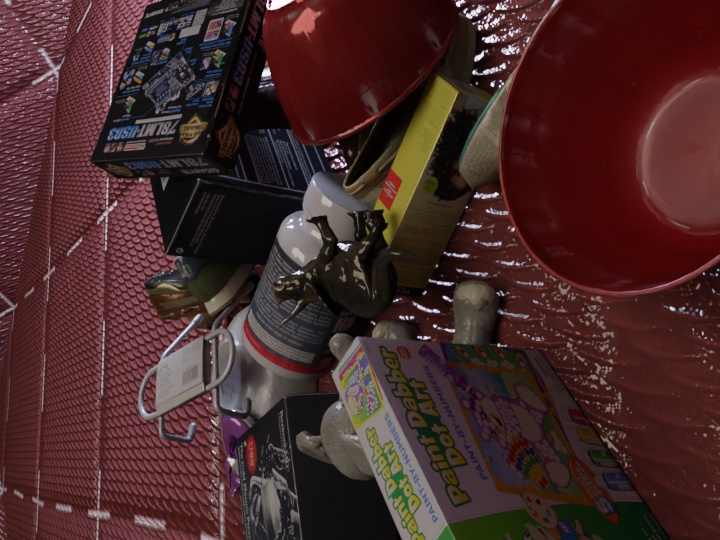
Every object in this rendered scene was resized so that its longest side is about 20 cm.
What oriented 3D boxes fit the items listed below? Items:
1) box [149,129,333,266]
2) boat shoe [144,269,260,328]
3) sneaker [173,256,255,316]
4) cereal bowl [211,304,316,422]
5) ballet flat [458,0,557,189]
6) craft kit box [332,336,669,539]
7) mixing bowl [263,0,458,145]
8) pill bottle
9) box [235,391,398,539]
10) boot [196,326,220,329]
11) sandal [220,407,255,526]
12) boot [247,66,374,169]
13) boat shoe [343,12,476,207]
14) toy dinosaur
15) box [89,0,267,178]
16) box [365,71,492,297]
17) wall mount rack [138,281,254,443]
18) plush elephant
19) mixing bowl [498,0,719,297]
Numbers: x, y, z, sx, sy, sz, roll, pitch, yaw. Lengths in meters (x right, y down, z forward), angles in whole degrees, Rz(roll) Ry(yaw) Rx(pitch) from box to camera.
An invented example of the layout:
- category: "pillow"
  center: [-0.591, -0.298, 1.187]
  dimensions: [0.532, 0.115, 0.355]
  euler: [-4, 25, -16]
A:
- category: "box"
  center: [-0.146, -0.119, 0.839]
  dimensions: [0.124, 0.194, 0.204]
  euler: [-53, 46, 36]
- category: "boat shoe"
  center: [-0.221, 0.040, 0.978]
  dimensions: [0.195, 0.075, 0.076]
  euler: [0, 106, 31]
- category: "sneaker"
  center: [-0.174, -0.038, 0.882]
  dimensions: [0.066, 0.090, 0.202]
  euler: [-30, 23, 31]
- category: "cereal bowl"
  center: [-0.139, 0.140, 0.892]
  dimensions: [0.198, 0.081, 0.207]
  euler: [-11, 77, 53]
- category: "ballet flat"
  center: [0.145, -0.137, 0.540]
  dimensions: [0.063, 0.066, 0.203]
  euler: [50, 126, 33]
- category: "craft kit box"
  center: [0.099, 0.136, 0.451]
  dimensions: [0.049, 0.193, 0.202]
  euler: [-58, 44, 32]
- category: "mixing bowl"
  center: [-0.018, -0.230, 0.635]
  dimensions: [0.196, 0.109, 0.203]
  euler: [-27, 37, 22]
- category: "pill bottle"
  center: [-0.047, 0.006, 0.746]
  dimensions: [0.120, 0.117, 0.204]
  euler: [52, 126, 44]
- category: "box"
  center: [-0.050, 0.250, 0.708]
  dimensions: [0.182, 0.101, 0.206]
  euler: [-45, 50, 53]
- category: "boot"
  center: [-0.201, -0.016, 1.018]
  dimensions: [0.136, 0.076, 0.207]
  euler: [-6, 85, 46]
- category: "sandal"
  center: [-0.135, 0.269, 0.839]
  dimensions: [0.080, 0.050, 0.209]
  euler: [-1, 110, 34]
- category: "boot"
  center: [-0.067, -0.170, 0.767]
  dimensions: [0.073, 0.161, 0.205]
  euler: [72, -173, -53]
- category: "boat shoe"
  center: [0.047, -0.158, 0.665]
  dimensions: [0.073, 0.062, 0.205]
  euler: [38, 105, 51]
- category: "toy dinosaur"
  center: [0.000, 0.000, 0.613]
  dimensions: [0.197, 0.076, 0.106]
  euler: [2, 100, 47]
- category: "box"
  center: [-0.185, -0.199, 0.722]
  dimensions: [0.196, 0.049, 0.205]
  euler: [3, 74, 38]
- category: "box"
  center: [0.061, -0.073, 0.641]
  dimensions: [0.050, 0.073, 0.204]
  euler: [51, 127, 45]
- category: "wall mount rack"
  center: [-0.191, 0.107, 0.835]
  dimensions: [0.197, 0.074, 0.179]
  euler: [-28, 56, 35]
- category: "plush elephant"
  center: [0.024, 0.117, 0.596]
  dimensions: [0.163, 0.151, 0.207]
  euler: [-18, 70, 52]
- category: "mixing bowl"
  center: [0.192, -0.082, 0.423]
  dimensions: [0.198, 0.106, 0.207]
  euler: [-14, 73, 53]
